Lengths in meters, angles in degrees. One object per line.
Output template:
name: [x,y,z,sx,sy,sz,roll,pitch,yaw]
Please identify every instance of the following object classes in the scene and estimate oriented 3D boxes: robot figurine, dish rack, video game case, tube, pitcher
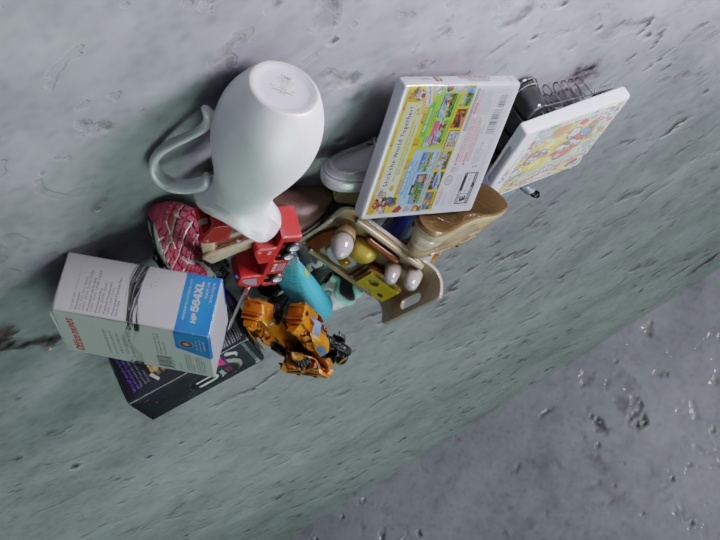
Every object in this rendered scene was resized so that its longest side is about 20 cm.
robot figurine: [-0.096,0.102,1.836,0.143,0.059,0.200,5,154,21]
dish rack: [0.272,-0.224,1.840,0.198,0.055,0.154,-17,158,-37]
video game case: [0.097,-0.158,1.611,0.180,0.023,0.202,-6,132,-32]
video game case: [0.278,-0.182,1.836,0.198,0.023,0.182,-22,161,-28]
tube: [-0.091,0.016,1.773,0.076,0.051,0.200,12,160,21]
pitcher: [-0.138,-0.139,1.395,0.169,0.122,0.201,16,137,-14]

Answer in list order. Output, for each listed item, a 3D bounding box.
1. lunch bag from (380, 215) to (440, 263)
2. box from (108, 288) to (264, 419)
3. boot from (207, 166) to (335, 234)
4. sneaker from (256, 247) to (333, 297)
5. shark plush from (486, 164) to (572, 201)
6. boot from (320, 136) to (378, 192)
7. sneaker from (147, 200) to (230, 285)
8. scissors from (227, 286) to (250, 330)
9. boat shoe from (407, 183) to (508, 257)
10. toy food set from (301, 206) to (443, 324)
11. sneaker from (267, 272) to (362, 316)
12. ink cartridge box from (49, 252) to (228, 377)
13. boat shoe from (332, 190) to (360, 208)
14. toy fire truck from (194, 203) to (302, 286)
lunch bag: [0.088,-0.065,1.851,0.201,0.075,0.160,-54,164,-4]
box: [-0.260,0.121,1.868,0.198,0.107,0.122,-28,160,0]
boot: [-0.109,-0.107,1.588,0.184,0.065,0.201,-24,157,-17]
sneaker: [-0.058,-0.020,1.871,0.198,0.067,0.090,-30,164,13]
shark plush: [0.247,-0.140,1.963,0.198,0.084,0.091,-8,152,-46]
boot: [0.039,-0.172,1.639,0.198,0.074,0.096,-20,143,-24]
sneaker: [-0.234,-0.023,1.606,0.081,0.074,0.201,-62,158,-22]
scissors: [-0.154,0.017,1.720,0.074,0.014,0.200,-62,-175,18]
boat shoe: [0.132,-0.071,1.766,0.199,0.071,0.065,-21,150,-46]
toy food set: [0.000,0.000,1.752,0.143,0.199,0.061,-29,-148,51]
sneaker: [-0.092,0.047,1.994,0.139,0.079,0.199,-18,-171,44]
ink cartridge box: [-0.273,0.057,1.578,0.197,0.085,0.146,11,156,1]
boat shoe: [0.040,-0.132,1.724,0.198,0.066,0.072,-11,159,-33]
toy fire truck: [-0.148,-0.035,1.577,0.139,0.049,0.200,-6,156,-22]
